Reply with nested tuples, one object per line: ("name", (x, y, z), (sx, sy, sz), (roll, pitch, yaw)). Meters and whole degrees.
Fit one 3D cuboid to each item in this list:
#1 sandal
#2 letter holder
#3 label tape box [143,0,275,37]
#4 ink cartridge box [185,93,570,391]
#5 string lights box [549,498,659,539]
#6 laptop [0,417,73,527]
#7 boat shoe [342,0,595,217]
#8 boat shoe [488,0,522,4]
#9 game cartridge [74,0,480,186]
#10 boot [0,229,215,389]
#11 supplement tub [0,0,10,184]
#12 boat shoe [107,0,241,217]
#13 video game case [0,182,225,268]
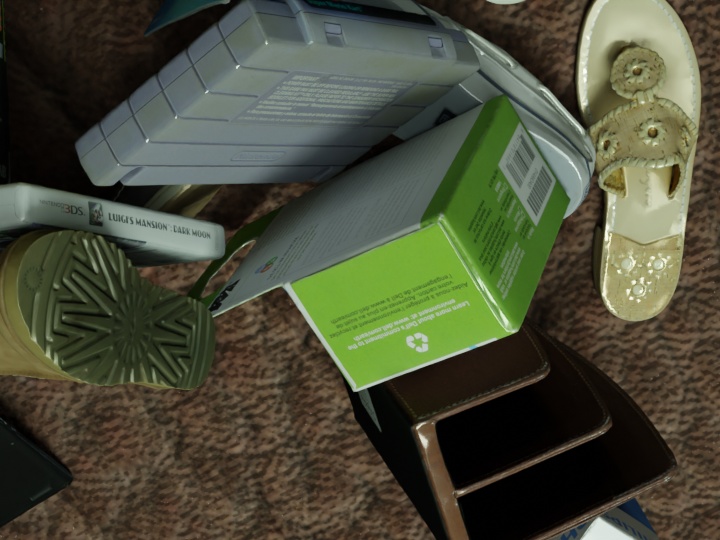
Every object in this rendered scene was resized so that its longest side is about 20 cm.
("sandal", (0.175, -0.063, 0.938), (0.078, 0.070, 0.212), (-5, 110, -6))
("letter holder", (0.075, 0.059, 0.891), (0.142, 0.200, 0.101), (-22, 115, -8))
("label tape box", (-0.014, -0.187, 0.794), (0.066, 0.143, 0.200), (37, 77, -18))
("ink cartridge box", (0.000, 0.000, 0.861), (0.200, 0.148, 0.076), (-24, 109, 30))
("string lights box", (0.106, 0.149, 0.937), (0.059, 0.200, 0.103), (33, 103, -17))
("laptop", (-0.318, 0.095, 0.964), (0.187, 0.116, 0.200), (-31, 139, 5))
("boat shoe", (0.052, -0.107, 0.909), (0.200, 0.065, 0.074), (42, 127, -7))
("boat shoe", (0.088, -0.249, 0.862), (0.075, 0.062, 0.200), (-8, 120, -22))
("game cartridge", (-0.035, -0.089, 0.798), (0.130, 0.200, 0.038), (-39, 73, 28))
("boot", (-0.197, 0.026, 0.786), (0.200, 0.175, 0.066), (2, 72, 24))
("supplement tub", (-0.245, -0.126, 0.807), (0.122, 0.123, 0.200), (-3, 84, -7))
("boat shoe", (-0.101, -0.079, 0.901), (0.065, 0.072, 0.200), (46, 112, 5))
("video game case", (-0.201, -0.015, 0.819), (0.200, 0.182, 0.023), (-5, 83, 24))
